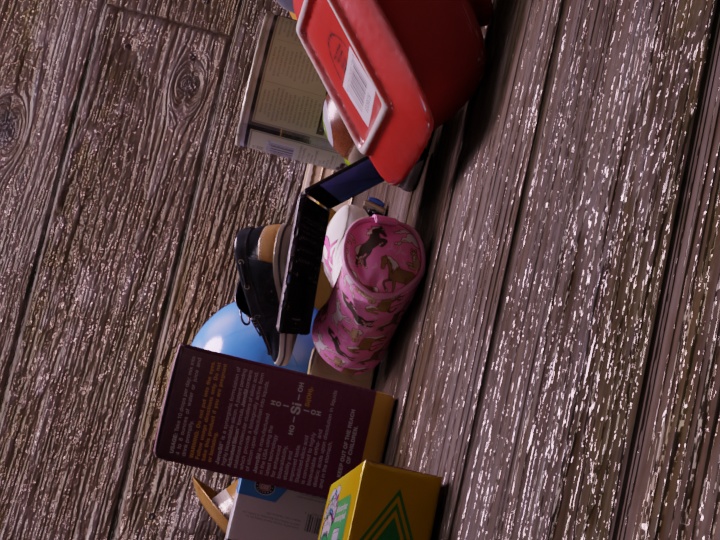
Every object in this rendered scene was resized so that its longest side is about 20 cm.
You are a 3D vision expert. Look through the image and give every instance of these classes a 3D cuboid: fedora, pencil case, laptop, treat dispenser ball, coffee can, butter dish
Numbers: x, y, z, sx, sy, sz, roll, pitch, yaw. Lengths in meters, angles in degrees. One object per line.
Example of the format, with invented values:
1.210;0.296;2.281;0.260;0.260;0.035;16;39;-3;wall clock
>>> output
-0.110;0.289;1.683;0.082;0.201;0.201;-43;2;-4;fedora
0.006;0.024;1.343;0.082;0.087;0.200;-31;-15;-21;pencil case
-0.004;-0.031;1.388;0.177;0.102;0.203;25;-106;-83;laptop
-0.104;0.128;1.644;0.201;0.198;0.204;-166;90;-86;treat dispenser ball
-0.022;-0.181;1.547;0.146;0.197;0.149;-166;90;-85;coffee can
0.044;-0.200;1.207;0.201;0.146;0.200;62;166;7;butter dish

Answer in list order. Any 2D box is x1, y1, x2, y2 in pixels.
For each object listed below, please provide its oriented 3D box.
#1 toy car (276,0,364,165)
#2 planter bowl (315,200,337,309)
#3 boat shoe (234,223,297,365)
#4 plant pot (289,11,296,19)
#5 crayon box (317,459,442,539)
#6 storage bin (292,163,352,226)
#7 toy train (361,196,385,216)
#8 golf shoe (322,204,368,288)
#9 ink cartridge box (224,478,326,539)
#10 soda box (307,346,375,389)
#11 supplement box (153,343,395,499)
-0.017;-0.214;1.386;0.158;0.200;0.164;-48;-4;-8;toy car
-0.033;0.014;1.833;0.200;0.082;0.204;-169;90;-86;planter bowl
-0.090;0.023;1.426;0.201;0.061;0.075;87;-168;-55;boat shoe
0.019;-0.347;1.723;0.183;0.197;0.203;-134;56;-67;plant pot
-0.003;0.226;0.970;0.200;0.057;0.175;122;162;-76;crayon box
-0.066;-0.138;2.698;0.200;0.092;0.202;179;104;-85;storage bin
0.007;-0.053;1.896;0.046;0.034;0.200;-64;0;-17;toy train
0.000;0.000;1.597;0.092;0.072;0.202;118;157;-48;golf shoe
-0.079;0.285;1.397;0.068;0.114;0.203;163;121;-86;ink cartridge box
-0.037;0.181;1.489;0.064;0.067;0.203;128;155;-80;soda box
-0.080;0.141;1.304;0.131;0.197;0.105;142;142;-81;supplement box
